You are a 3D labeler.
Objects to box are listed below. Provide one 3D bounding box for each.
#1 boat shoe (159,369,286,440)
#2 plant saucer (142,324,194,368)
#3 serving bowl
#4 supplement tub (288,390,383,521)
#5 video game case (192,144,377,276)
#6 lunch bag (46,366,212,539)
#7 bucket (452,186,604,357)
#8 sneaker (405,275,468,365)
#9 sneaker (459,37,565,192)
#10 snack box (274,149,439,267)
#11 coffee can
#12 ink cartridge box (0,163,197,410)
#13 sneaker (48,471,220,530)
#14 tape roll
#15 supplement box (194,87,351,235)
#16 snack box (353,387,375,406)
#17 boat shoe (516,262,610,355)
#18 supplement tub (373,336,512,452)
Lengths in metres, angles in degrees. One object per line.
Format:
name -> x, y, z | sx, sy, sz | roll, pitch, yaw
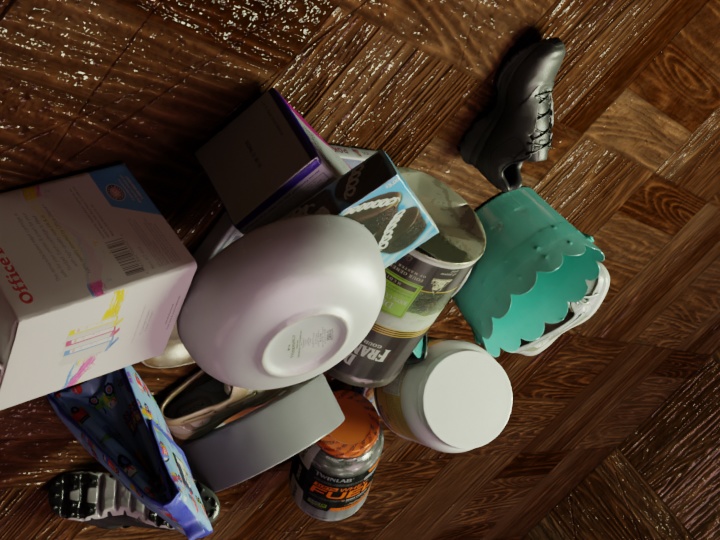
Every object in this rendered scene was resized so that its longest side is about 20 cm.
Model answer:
boat shoe -> -0.145, 0.128, 1.616 | 0.199, 0.071, 0.065 | -36, 157, -6
plant saucer -> -0.147, 0.043, 1.468 | 0.198, 0.032, 0.200 | -24, 164, -7
serving bowl -> -0.061, 0.043, 1.234 | 0.198, 0.066, 0.201 | -20, 145, -15
supplement tub -> -0.034, 0.262, 1.959 | 0.122, 0.123, 0.201 | -28, 154, -25
video game case -> -0.081, -0.052, 1.454 | 0.200, 0.023, 0.181 | -51, 155, 23
lunch bag -> -0.229, 0.204, 1.461 | 0.094, 0.201, 0.151 | -34, 157, -10
bucket -> 0.207, -0.002, 1.838 | 0.206, 0.135, 0.208 | -32, 155, -16
sneaker -> 0.072, 0.047, 1.739 | 0.201, 0.083, 0.121 | -54, -170, 35
sneaker -> 0.190, -0.174, 1.562 | 0.075, 0.091, 0.201 | -18, 148, -36
snack box -> -0.034, -0.017, 1.269 | 0.199, 0.037, 0.116 | -34, 146, 6
coffee can -> 0.028, 0.008, 1.518 | 0.145, 0.147, 0.201 | -13, 145, -46
ink cartridge box -> -0.264, 0.015, 1.164 | 0.199, 0.129, 0.126 | -18, 149, -38
sneaker -> -0.263, 0.273, 1.628 | 0.197, 0.067, 0.091 | 3, 164, -2
tape roll -> -0.120, 0.197, 1.681 | 0.199, 0.067, 0.200 | -27, -178, 1
supplement box -> -0.054, -0.066, 1.317 | 0.103, 0.102, 0.200 | -38, 145, 8
snack box -> 0.024, 0.162, 1.992 | 0.071, 0.024, 0.201 | -29, 154, -27
boat shoe -> 0.314, 0.063, 2.198 | 0.202, 0.075, 0.065 | -42, 162, 22
supplement tub -> 0.109, 0.163, 1.825 | 0.145, 0.146, 0.200 | -33, -172, -14
